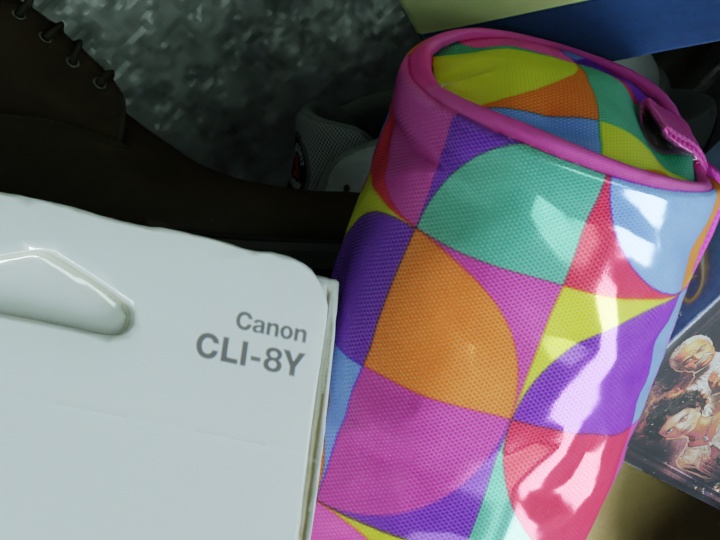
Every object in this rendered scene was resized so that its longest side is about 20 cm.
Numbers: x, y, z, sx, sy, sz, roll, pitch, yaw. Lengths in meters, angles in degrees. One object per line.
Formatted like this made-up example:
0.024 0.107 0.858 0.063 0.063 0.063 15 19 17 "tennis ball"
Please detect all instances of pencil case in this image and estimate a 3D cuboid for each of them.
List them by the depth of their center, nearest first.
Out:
0.021 0.045 0.664 0.088 0.088 0.201 7 115 -22 "pencil case"

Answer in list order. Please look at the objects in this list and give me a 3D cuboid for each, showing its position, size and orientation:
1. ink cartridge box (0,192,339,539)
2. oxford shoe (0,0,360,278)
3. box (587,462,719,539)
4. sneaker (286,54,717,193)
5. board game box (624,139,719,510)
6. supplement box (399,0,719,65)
-0.111 0.043 0.677 0.144 0.200 0.084 12 74 -22 "ink cartridge box"
-0.077 -0.031 0.713 0.199 0.073 0.085 12 74 -6 "oxford shoe"
0.047 0.082 0.807 0.200 0.021 0.164 15 114 -53 "box"
0.000 0.000 0.783 0.088 0.074 0.200 40 94 -16 "sneaker"
0.146 -0.020 0.731 0.200 0.035 0.135 -44 147 13 "board game box"
0.079 -0.172 0.633 0.199 0.135 0.200 -9 127 33 "supplement box"
